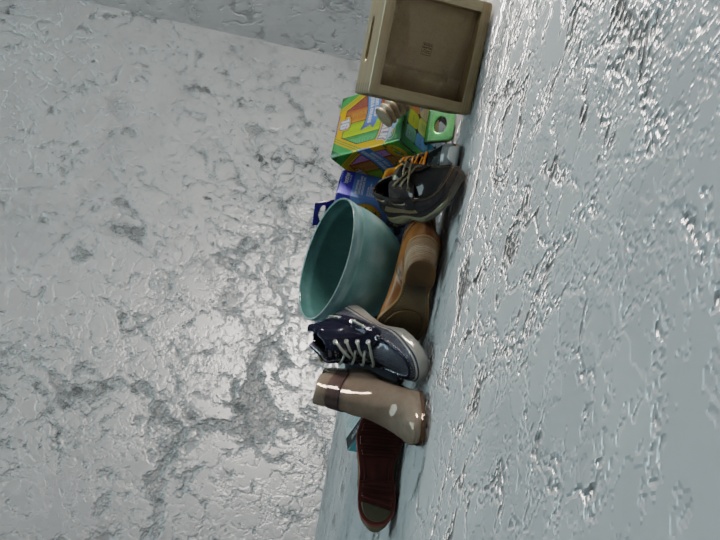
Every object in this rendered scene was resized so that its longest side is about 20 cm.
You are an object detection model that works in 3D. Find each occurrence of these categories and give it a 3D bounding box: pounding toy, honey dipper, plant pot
[{"bbox_3d":[0.102,-0.346,1.111,0.142,0.181,0.203,-134,54,-73],"label":"pounding toy"},{"bbox_3d":[0.105,-0.305,1.183,0.200,0.038,0.038,-44,-4,-10],"label":"honey dipper"},{"bbox_3d":[0.000,0.000,1.217,0.201,0.133,0.202,-49,31,44],"label":"plant pot"}]

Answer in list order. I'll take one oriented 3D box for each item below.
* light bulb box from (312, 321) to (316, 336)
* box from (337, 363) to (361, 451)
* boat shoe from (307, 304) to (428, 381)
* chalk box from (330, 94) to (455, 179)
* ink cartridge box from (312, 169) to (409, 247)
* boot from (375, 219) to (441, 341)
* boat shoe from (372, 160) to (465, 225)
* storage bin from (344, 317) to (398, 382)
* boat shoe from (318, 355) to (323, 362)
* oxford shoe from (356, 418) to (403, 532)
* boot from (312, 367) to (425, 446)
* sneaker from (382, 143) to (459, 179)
[{"bbox_3d":[-0.003,0.036,1.624,0.201,0.123,0.200,-59,-15,-50],"label":"light bulb box"},{"bbox_3d":[0.004,0.224,1.363,0.201,0.049,0.083,-99,31,-46],"label":"box"},{"bbox_3d":[0.004,0.114,1.046,0.199,0.092,0.076,24,128,53],"label":"boat shoe"},{"bbox_3d":[0.068,-0.232,1.265,0.198,0.124,0.126,-9,61,39],"label":"chalk box"},{"bbox_3d":[0.018,-0.088,1.306,0.077,0.197,0.138,-75,-3,-49],"label":"ink cartridge box"},{"bbox_3d":[0.077,0.013,1.128,0.156,0.073,0.201,-80,11,-53],"label":"boot"},{"bbox_3d":[0.073,-0.114,1.066,0.075,0.073,0.199,-61,18,-21],"label":"boat shoe"},{"bbox_3d":[0.017,0.128,1.297,0.201,0.143,0.136,-82,-6,-50],"label":"storage bin"},{"bbox_3d":[-0.024,0.097,1.406,0.076,0.071,0.202,-39,-24,-58],"label":"boat shoe"},{"bbox_3d":[0.023,0.282,1.103,0.075,0.069,0.202,96,-176,-56],"label":"oxford shoe"},{"bbox_3d":[0.008,0.178,1.002,0.200,0.144,0.071,-131,52,-87],"label":"boot"},{"bbox_3d":[0.093,-0.148,1.154,0.200,0.076,0.079,148,138,-69],"label":"sneaker"}]
